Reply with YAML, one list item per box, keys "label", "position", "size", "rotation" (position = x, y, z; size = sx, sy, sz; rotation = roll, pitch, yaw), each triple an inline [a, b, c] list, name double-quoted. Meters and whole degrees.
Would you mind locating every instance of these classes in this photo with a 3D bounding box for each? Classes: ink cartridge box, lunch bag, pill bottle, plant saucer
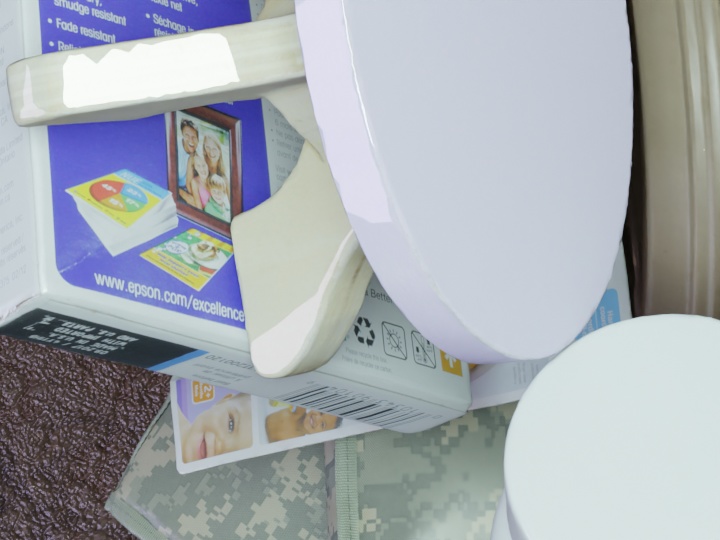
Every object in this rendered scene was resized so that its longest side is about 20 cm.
- label: "ink cartridge box"
  position: [-0.046, -0.059, 0.878]
  size: [0.198, 0.043, 0.201]
  rotation: [17, -119, -44]
- label: "lunch bag"
  position: [0.004, 0.090, 1.190]
  size: [0.200, 0.164, 0.118]
  rotation: [34, -174, 9]
- label: "lunch bag"
  position: [0.067, 0.049, 1.053]
  size: [0.118, 0.163, 0.201]
  rotation: [88, -178, -76]
- label: "pill bottle"
  position: [0.099, 0.107, 0.819]
  size: [0.200, 0.114, 0.115]
  rotation: [77, 173, -55]
- label: "plant saucer"
  position: [0.105, -0.061, 0.931]
  size: [0.200, 0.029, 0.201]
  rotation: [-5, -90, -88]

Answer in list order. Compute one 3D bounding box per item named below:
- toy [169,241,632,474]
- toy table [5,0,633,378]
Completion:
- label: "toy"
  position: [0.000, 0.000, 0.980]
  size: [0.047, 0.199, 0.116]
  rotation: [20, -120, -54]
- label: "toy table"
  position: [-0.001, -0.069, 0.789]
  size: [0.183, 0.117, 0.201]
  rotation: [8, -103, -46]
